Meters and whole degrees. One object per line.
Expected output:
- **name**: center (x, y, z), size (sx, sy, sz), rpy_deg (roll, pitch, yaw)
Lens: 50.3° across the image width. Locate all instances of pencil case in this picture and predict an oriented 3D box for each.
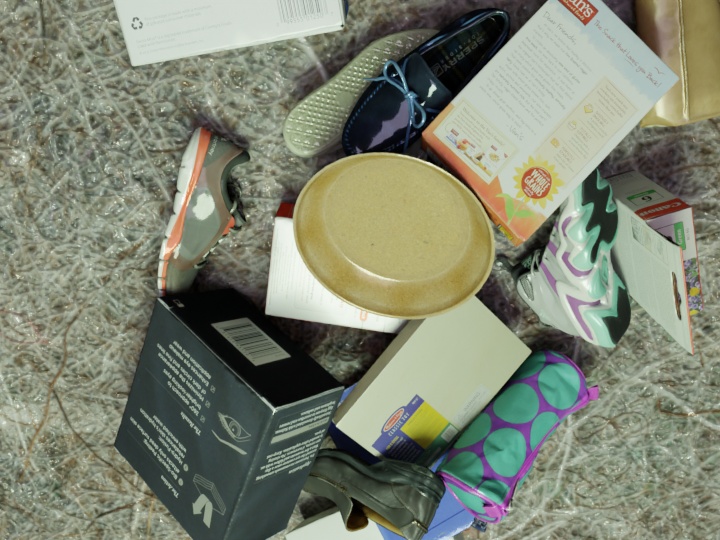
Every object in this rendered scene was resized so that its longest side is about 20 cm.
- **pencil case**: center (0.171, 0.179, 0.838), size (0.200, 0.091, 0.086), rpy_deg (-45, 139, -25)

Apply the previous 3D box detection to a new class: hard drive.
- **hard drive**: center (0.050, 0.216, 0.888), size (0.130, 0.025, 0.203), rpy_deg (-32, 79, 10)

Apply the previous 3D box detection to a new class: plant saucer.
- **plant saucer**: center (0.033, -0.037, 0.738), size (0.194, 0.036, 0.204), rpy_deg (9, 133, 9)

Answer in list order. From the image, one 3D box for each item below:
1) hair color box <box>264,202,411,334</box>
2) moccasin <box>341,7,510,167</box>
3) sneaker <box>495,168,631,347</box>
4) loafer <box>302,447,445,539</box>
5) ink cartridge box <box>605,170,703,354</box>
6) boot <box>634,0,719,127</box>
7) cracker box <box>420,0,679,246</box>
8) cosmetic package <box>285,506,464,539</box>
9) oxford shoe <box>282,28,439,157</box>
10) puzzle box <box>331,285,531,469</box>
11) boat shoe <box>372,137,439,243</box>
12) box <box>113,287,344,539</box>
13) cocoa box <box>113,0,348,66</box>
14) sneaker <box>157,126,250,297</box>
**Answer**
- **hair color box**: center (0.000, 0.000, 0.837), size (0.194, 0.064, 0.114), rpy_deg (9, 110, -1)
- **moccasin**: center (0.057, -0.180, 0.714), size (0.080, 0.068, 0.200), rpy_deg (43, 87, -5)
- **sneaker**: center (0.198, -0.017, 0.805), size (0.138, 0.077, 0.205), rpy_deg (10, 124, 45)
- **loafer**: center (-0.005, 0.243, 0.828), size (0.196, 0.073, 0.073), rpy_deg (-6, 138, 41)
- **ink cartridge box**: center (0.293, -0.016, 0.749), size (0.049, 0.201, 0.112), rpy_deg (-16, 112, 2)
- **boot**: center (0.272, -0.236, 0.736), size (0.170, 0.066, 0.205), rpy_deg (-12, 113, 6)
- **cracker box**: center (0.168, -0.143, 0.698), size (0.200, 0.058, 0.134), rpy_deg (-45, 85, 1)
- **cosmetic package**: center (0.020, 0.332, 0.940), size (0.196, 0.081, 0.115), rpy_deg (-27, 80, 10)
- **oxford shoe**: center (0.009, -0.178, 0.772), size (0.197, 0.058, 0.076), rpy_deg (-32, 89, -2)
- **puzzle box**: center (0.077, 0.121, 0.825), size (0.133, 0.025, 0.201), rpy_deg (40, 93, -26)
- **boat shoe**: center (0.075, -0.114, 0.763), size (0.073, 0.065, 0.202), rpy_deg (37, 92, 5)
- **box**: center (-0.147, 0.159, 0.826), size (0.195, 0.116, 0.204), rpy_deg (36, 114, 30)
- **cocoa box**: center (-0.115, -0.276, 0.690), size (0.194, 0.132, 0.137), rpy_deg (-9, 112, 5)
- **sneaker**: center (-0.165, -0.044, 0.818), size (0.080, 0.077, 0.204), rpy_deg (14, 112, -12)
